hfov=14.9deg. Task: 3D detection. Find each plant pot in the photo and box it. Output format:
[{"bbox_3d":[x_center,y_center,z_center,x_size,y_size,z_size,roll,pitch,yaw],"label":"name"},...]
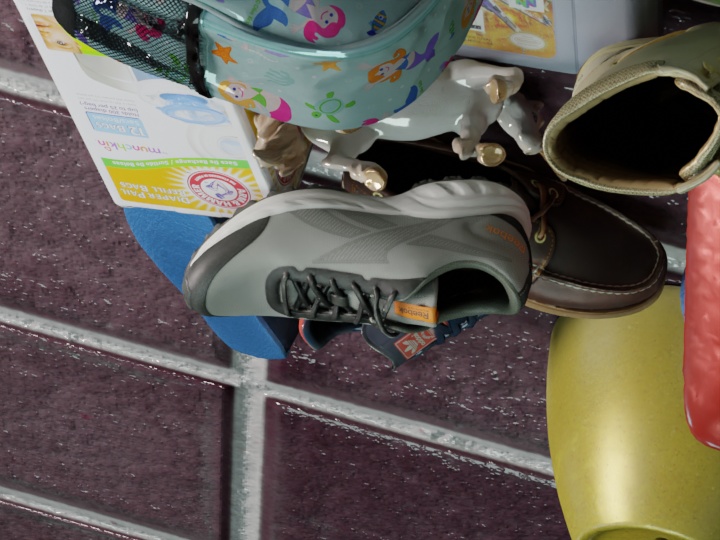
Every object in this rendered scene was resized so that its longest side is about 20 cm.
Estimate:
[{"bbox_3d":[0.200,0.123,1.726,0.199,0.142,0.200,13,151,8],"label":"plant pot"}]

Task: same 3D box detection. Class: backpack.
[{"bbox_3d":[-0.037,-0.169,1.317,0.199,0.178,0.151,26,155,12],"label":"backpack"}]

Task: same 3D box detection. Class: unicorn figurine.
[{"bbox_3d":[0.038,-0.084,1.481,0.199,0.074,0.137,9,-167,-11],"label":"unicorn figurine"}]

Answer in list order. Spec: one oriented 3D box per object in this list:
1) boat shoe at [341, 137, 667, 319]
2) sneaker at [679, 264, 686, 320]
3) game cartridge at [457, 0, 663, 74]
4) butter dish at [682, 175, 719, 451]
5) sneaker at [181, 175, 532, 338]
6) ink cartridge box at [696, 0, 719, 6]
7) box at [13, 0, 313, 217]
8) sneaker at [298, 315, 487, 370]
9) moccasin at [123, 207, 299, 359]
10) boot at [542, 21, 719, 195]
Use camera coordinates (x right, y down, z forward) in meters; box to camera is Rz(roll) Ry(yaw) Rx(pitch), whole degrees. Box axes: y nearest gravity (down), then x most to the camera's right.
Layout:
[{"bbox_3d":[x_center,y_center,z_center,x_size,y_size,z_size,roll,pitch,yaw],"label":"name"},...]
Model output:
[{"bbox_3d":[0.083,-0.028,1.608,0.199,0.071,0.070,15,154,5],"label":"boat shoe"},{"bbox_3d":[0.271,0.050,1.632,0.200,0.079,0.066,28,147,-20],"label":"sneaker"},{"bbox_3d":[0.058,-0.162,1.437,0.199,0.042,0.133,10,154,14],"label":"game cartridge"},{"bbox_3d":[0.284,-0.001,1.487,0.199,0.148,0.200,5,104,20],"label":"butter dish"},{"bbox_3d":[0.000,0.000,1.529,0.199,0.080,0.074,-7,140,-3],"label":"sneaker"},{"bbox_3d":[0.141,-0.212,1.293,0.145,0.048,0.200,16,152,4],"label":"ink cartridge box"},{"bbox_3d":[-0.098,-0.125,1.515,0.112,0.102,0.200,8,149,19],"label":"box"},{"bbox_3d":[0.050,0.019,1.693,0.199,0.085,0.075,-3,144,33],"label":"sneaker"},{"bbox_3d":[-0.091,-0.024,1.720,0.080,0.068,0.200,11,150,27],"label":"moccasin"},{"bbox_3d":[0.193,-0.087,1.346,0.199,0.155,0.073,-6,101,14],"label":"boot"}]
